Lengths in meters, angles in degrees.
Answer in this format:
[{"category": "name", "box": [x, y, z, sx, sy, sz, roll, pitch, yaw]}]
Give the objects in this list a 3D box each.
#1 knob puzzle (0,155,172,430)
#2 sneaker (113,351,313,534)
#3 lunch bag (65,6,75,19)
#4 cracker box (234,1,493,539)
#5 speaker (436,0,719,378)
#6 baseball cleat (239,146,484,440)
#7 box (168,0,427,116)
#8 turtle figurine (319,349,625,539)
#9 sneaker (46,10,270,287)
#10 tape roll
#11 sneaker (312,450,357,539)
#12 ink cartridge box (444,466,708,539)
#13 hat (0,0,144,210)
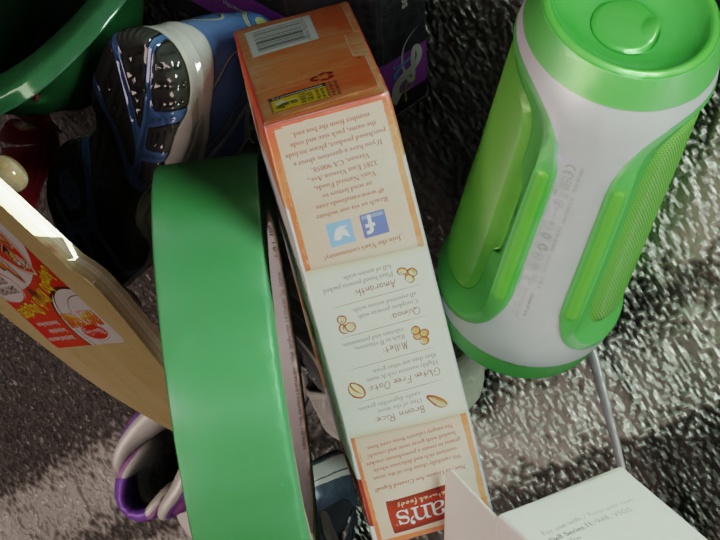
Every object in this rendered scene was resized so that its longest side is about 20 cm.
[{"category": "knob puzzle", "box": [-0.140, 0.004, 1.310, 0.220, 0.030, 0.220, 37, 163, 13]}, {"category": "sneaker", "box": [-0.094, 0.105, 1.479, 0.073, 0.114, 0.200, 42, 147, 17]}, {"category": "lunch bag", "box": [-0.208, -0.160, 1.444, 0.200, 0.094, 0.151, -18, 101, 47]}, {"category": "cracker box", "box": [0.000, 0.000, 1.195, 0.134, 0.058, 0.200, -111, 5, -68]}, {"category": "speaker", "box": [0.087, -0.041, 1.147, 0.088, 0.088, 0.200, 43, 146, 20]}, {"category": "baseball cleat", "box": [-0.028, 0.022, 1.369, 0.200, 0.070, 0.106, 41, 141, 23]}, {"category": "box", "box": [-0.032, -0.179, 1.232, 0.143, 0.036, 0.200, 31, 142, 32]}, {"category": "turtle figurine", "box": [0.082, 0.176, 1.269, 0.200, 0.144, 0.194, 91, 154, -50]}, {"category": "sneaker", "box": [-0.092, -0.053, 1.311, 0.076, 0.077, 0.200, 58, 147, 13]}, {"category": "tape roll", "box": [-0.053, 0.050, 1.217, 0.200, 0.048, 0.200, -9, -90, -88]}, {"category": "sneaker", "box": [-0.010, 0.189, 1.475, 0.146, 0.077, 0.202, 57, 159, 20]}, {"category": "ink cartridge box", "box": [0.113, 0.162, 1.121, 0.200, 0.067, 0.117, 41, 141, 46]}, {"category": "hat", "box": [-0.125, -0.093, 1.358, 0.200, 0.166, 0.176, 19, 160, 48]}]
